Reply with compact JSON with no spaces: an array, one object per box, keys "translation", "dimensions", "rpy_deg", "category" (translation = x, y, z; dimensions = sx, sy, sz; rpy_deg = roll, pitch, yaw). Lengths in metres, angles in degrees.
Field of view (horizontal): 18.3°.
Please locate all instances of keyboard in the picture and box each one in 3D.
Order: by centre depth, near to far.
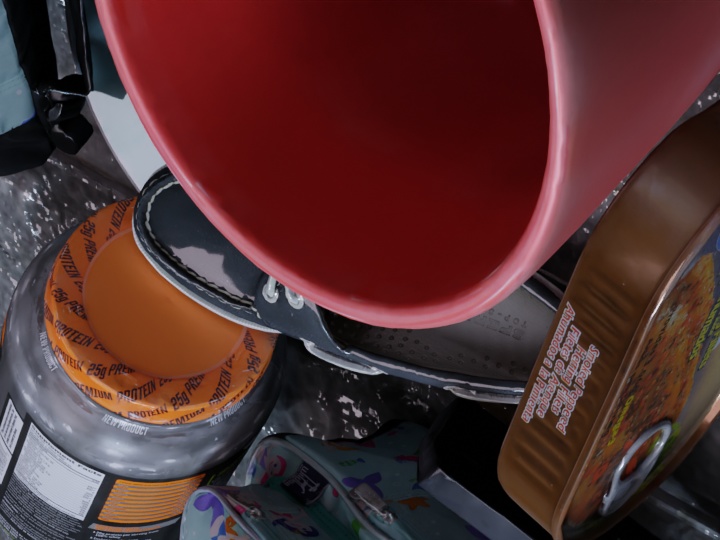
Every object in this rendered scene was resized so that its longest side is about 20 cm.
[{"translation":[0.097,0.132,0.840],"dimensions":[0.200,0.104,0.040],"rpy_deg":[36,112,4],"category":"keyboard"}]

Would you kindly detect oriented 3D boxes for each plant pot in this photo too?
[{"translation":[0.041,-0.108,0.713],"dimensions":[0.200,0.177,0.201],"rpy_deg":[27,132,34],"category":"plant pot"}]

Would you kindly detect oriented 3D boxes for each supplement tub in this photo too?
[{"translation":[-0.103,0.051,0.992],"dimensions":[0.123,0.122,0.200],"rpy_deg":[50,152,9],"category":"supplement tub"}]

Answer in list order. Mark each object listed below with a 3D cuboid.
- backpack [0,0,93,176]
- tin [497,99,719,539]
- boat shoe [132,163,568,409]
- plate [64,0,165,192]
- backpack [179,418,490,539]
[{"translation":[-0.197,-0.143,0.932],"dimensions":[0.167,0.126,0.200],"rpy_deg":[54,164,33],"category":"backpack"},{"translation":[0.107,0.017,0.780],"dimensions":[0.042,0.112,0.200],"rpy_deg":[44,139,25],"category":"tin"},{"translation":[0.000,0.000,0.870],"dimensions":[0.199,0.060,0.076],"rpy_deg":[15,91,9],"category":"boat shoe"},{"translation":[-0.050,-0.084,0.948],"dimensions":[0.200,0.026,0.201],"rpy_deg":[27,133,33],"category":"plate"},{"translation":[0.014,0.168,0.915],"dimensions":[0.200,0.150,0.178],"rpy_deg":[28,118,47],"category":"backpack"}]
